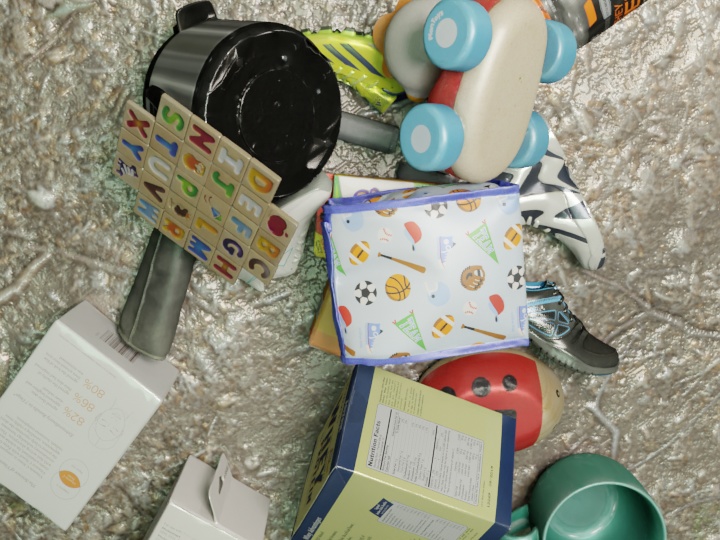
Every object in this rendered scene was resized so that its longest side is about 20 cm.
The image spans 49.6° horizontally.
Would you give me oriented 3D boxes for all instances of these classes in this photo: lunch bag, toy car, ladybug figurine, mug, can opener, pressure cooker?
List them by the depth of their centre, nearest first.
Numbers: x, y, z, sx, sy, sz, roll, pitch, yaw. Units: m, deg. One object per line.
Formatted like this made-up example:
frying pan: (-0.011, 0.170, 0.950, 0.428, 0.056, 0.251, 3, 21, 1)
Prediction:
toy car: (0.082, -0.203, 0.800, 0.182, 0.198, 0.181, -8, 120, -44)
lunch bag: (0.062, -0.001, 0.811, 0.195, 0.124, 0.175, -10, 100, -8)
pressure cooker: (-0.134, -0.173, 0.830, 0.177, 0.199, 0.179, 22, 92, -40)
can opener: (0.023, -0.138, 0.910, 0.195, 0.053, 0.069, 15, 99, -3)
ladybug figurine: (0.159, 0.167, 0.962, 0.194, 0.072, 0.140, -2, 101, -1)
mug: (0.272, 0.302, 0.970, 0.182, 0.115, 0.155, 25, 100, -6)

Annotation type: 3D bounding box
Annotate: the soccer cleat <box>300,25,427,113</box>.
soccer cleat: (0.011, -0.226, 0.887, 0.195, 0.065, 0.086, 9, 103, -4)

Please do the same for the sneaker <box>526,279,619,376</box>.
sneaker: (0.235, 0.062, 0.944, 0.196, 0.073, 0.083, 25, 99, -7)

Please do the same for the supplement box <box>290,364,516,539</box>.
supplement box: (0.047, 0.242, 0.897, 0.196, 0.136, 0.202, 20, 136, -5)

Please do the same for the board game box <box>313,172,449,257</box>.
board game box: (0.046, -0.053, 0.876, 0.194, 0.030, 0.098, 5, 99, 1)

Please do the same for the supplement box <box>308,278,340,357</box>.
supplement box: (0.000, 0.000, 0.929, 0.065, 0.069, 0.204, 20, 101, -6)

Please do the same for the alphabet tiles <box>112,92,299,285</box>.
alphabet tiles: (-0.155, -0.072, 0.759, 0.198, 0.006, 0.167, 36, 136, 1)

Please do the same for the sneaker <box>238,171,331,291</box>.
sneaker: (-0.088, -0.045, 0.891, 0.080, 0.071, 0.199, 41, 133, -17)

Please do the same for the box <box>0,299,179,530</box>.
box: (-0.340, 0.168, 0.928, 0.151, 0.106, 0.201, 38, 97, -9)

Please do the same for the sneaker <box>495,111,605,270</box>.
sneaker: (0.200, -0.070, 0.921, 0.128, 0.080, 0.201, -26, 115, 17)

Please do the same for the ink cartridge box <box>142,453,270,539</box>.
ink cartridge box: (-0.201, 0.341, 0.954, 0.123, 0.129, 0.203, 29, 99, -7)

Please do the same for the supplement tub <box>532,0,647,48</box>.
supplement tub: (0.254, -0.327, 0.846, 0.198, 0.123, 0.124, -34, 100, 5)

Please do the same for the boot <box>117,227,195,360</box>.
boot: (-0.205, 0.005, 0.882, 0.072, 0.181, 0.204, 22, 94, -37)
